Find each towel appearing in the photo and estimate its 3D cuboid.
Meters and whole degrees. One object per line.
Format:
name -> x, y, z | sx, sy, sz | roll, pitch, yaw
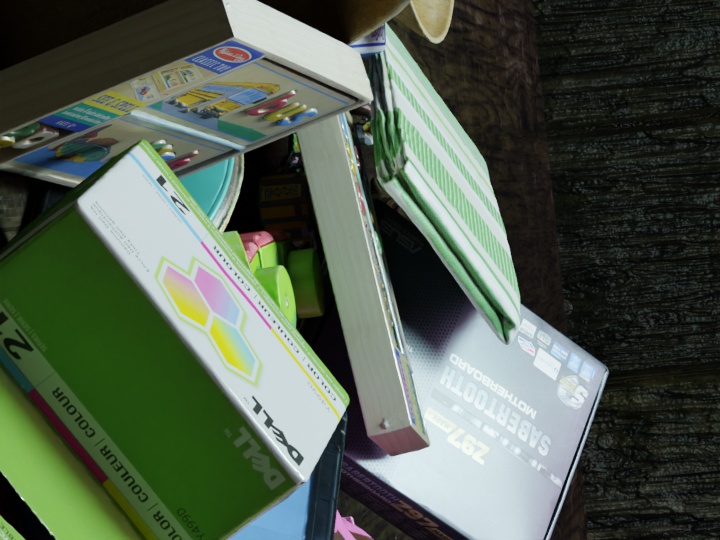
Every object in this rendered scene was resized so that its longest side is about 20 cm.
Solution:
towel -> 0.046, -0.060, 1.553 | 0.153, 0.023, 0.200 | 51, 15, -31

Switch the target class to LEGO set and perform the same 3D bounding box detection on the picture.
LEGO set -> 0.011, -0.023, 1.670 | 0.200, 0.115, 0.155 | -44, 127, -78

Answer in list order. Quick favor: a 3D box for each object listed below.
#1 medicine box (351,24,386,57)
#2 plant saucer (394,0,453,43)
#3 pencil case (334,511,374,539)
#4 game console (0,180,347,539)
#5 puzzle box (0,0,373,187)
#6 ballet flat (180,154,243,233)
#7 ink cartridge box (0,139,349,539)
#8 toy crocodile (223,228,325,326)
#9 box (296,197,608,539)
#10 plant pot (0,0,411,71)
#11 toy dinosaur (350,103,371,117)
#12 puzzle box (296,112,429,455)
medicine box -> -0.057, -0.213, 1.444 | 0.182, 0.102, 0.201 | -30, 114, -79
plant saucer -> 0.018, -0.228, 1.459 | 0.200, 0.035, 0.202 | -5, 90, -77
pencil case -> -0.040, 0.139, 1.389 | 0.200, 0.090, 0.094 | 65, 32, -57
game console -> -0.082, 0.070, 1.133 | 0.201, 0.171, 0.119 | -83, -170, -50
puzzle box -> -0.082, -0.072, 1.087 | 0.026, 0.132, 0.200 | 71, 15, 9
ballet flat -> -0.092, -0.067, 1.292 | 0.071, 0.070, 0.201 | 70, 18, -54
ink cartridge box -> -0.092, 0.049, 1.007 | 0.148, 0.076, 0.200 | 52, 17, -7
toy crocodile -> -0.063, 0.003, 1.390 | 0.200, 0.067, 0.062 | -33, 116, -78
box -> 0.044, 0.076, 1.550 | 0.200, 0.051, 0.158 | 36, 60, -19
plant pot -> -0.094, -0.185, 1.099 | 0.186, 0.185, 0.201 | 26, 43, -78
toy dinosaur -> -0.046, -0.153, 1.603 | 0.102, 0.077, 0.201 | 53, -10, 54
puzzle box -> 0.000, 0.000, 1.439 | 0.133, 0.025, 0.201 | 51, 26, -80
